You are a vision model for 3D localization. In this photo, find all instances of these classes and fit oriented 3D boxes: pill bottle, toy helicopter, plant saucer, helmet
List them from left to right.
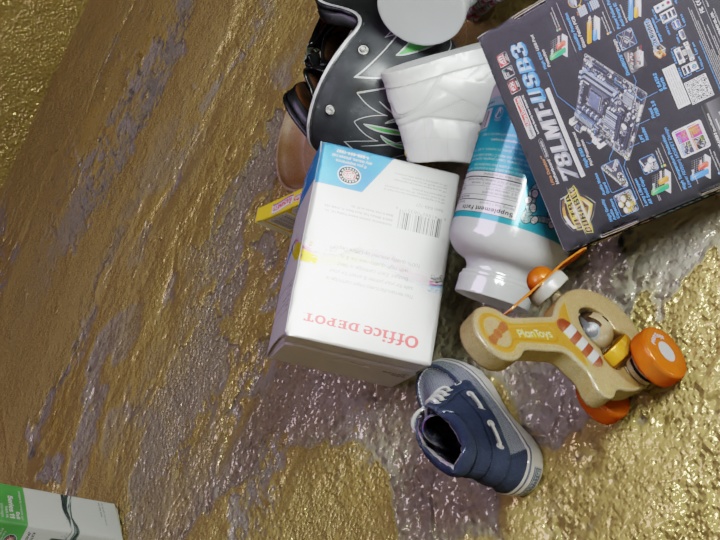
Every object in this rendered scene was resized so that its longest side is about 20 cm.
[{"bbox_3d":[-0.045,-0.194,1.451,0.200,0.035,0.201,-36,43,44],"label":"plant saucer"},{"bbox_3d":[0.017,-0.201,1.194,0.200,0.200,0.191,-56,45,22],"label":"helmet"},{"bbox_3d":[0.081,-0.326,1.126,0.114,0.114,0.200,-36,28,44],"label":"pill bottle"},{"bbox_3d":[0.147,-0.067,0.994,0.111,0.111,0.201,9,81,59],"label":"pill bottle"},{"bbox_3d":[0.148,0.044,0.837,0.079,0.200,0.133,-44,56,37],"label":"toy helicopter"}]

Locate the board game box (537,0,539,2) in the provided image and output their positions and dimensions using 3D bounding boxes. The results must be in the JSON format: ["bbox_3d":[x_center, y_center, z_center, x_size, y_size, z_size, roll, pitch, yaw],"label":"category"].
[{"bbox_3d":[0.234,-0.240,0.912,0.199,0.062,0.201,-4,88,33],"label":"board game box"}]

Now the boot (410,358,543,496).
[{"bbox_3d":[0.081,0.129,1.001,0.073,0.090,0.200,-64,31,9],"label":"boot"}]

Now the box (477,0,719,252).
[{"bbox_3d":[0.215,-0.140,0.868,0.198,0.050,0.201,-26,82,38],"label":"box"}]

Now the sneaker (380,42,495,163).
[{"bbox_3d":[0.129,-0.167,1.091,0.074,0.199,0.116,-99,-6,-75],"label":"sneaker"}]

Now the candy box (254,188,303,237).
[{"bbox_3d":[-0.032,-0.069,1.291,0.200,0.102,0.027,-17,59,53],"label":"candy box"}]

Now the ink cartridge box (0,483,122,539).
[{"bbox_3d":[-0.472,0.406,1.619,0.147,0.199,0.083,-58,35,20],"label":"ink cartridge box"}]

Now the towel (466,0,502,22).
[{"bbox_3d":[0.161,-0.342,1.162,0.200,0.030,0.147,-131,63,-84],"label":"towel"}]

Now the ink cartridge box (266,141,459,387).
[{"bbox_3d":[0.000,0.000,1.117,0.145,0.147,0.201,130,153,-72],"label":"ink cartridge box"}]
